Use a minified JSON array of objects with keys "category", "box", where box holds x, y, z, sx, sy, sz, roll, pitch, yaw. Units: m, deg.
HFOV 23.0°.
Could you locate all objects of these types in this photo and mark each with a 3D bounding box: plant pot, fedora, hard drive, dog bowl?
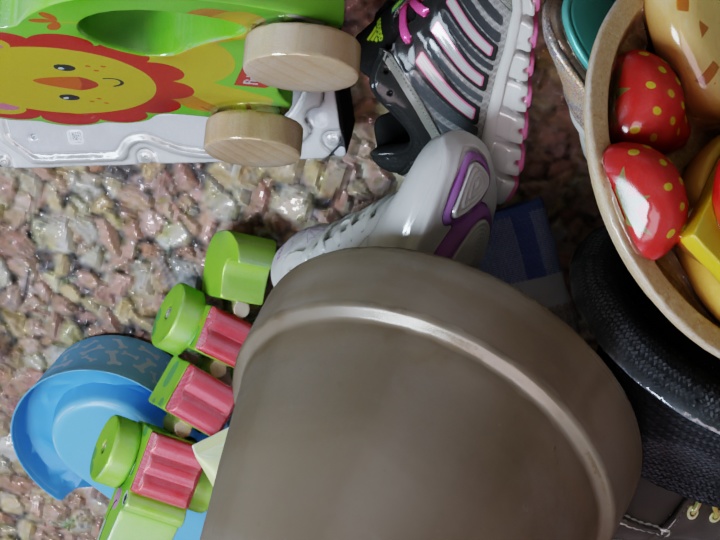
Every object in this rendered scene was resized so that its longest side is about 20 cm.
[{"category":"plant pot","box":[0.008,0.121,0.797,0.198,0.174,0.201,17,140,15]},{"category":"fedora","box":[0.180,0.058,0.866,0.199,0.201,0.092,20,122,-5]},{"category":"hard drive","box":[-0.109,-0.120,0.888,0.197,0.038,0.141,0,125,11]},{"category":"dog bowl","box":[-0.112,0.115,1.050,0.200,0.050,0.111,40,122,-17]}]

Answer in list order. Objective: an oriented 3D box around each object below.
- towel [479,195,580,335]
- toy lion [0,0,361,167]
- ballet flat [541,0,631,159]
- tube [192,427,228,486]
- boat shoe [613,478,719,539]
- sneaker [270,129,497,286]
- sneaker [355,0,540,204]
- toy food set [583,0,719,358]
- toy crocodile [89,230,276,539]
[{"category":"towel","box":[0.055,0.074,0.951,0.145,0.024,0.202,-13,94,17]},{"category":"toy lion","box":[-0.108,-0.100,0.769,0.189,0.070,0.200,5,168,-12]},{"category":"ballet flat","box":[0.147,-0.065,0.849,0.199,0.069,0.067,30,147,-25]},{"category":"tube","box":[-0.026,0.169,0.970,0.051,0.058,0.202,-13,104,25]},{"category":"boat shoe","box":[0.175,0.109,0.931,0.060,0.073,0.200,-10,166,44]},{"category":"sneaker","box":[0.000,0.000,0.879,0.099,0.075,0.201,41,134,16]},{"category":"sneaker","box":[0.039,-0.118,0.838,0.086,0.074,0.201,2,131,1]},{"category":"toy food set","box":[0.181,-0.050,0.795,0.198,0.201,0.048,43,145,-17]},{"category":"toy crocodile","box":[-0.092,0.074,0.962,0.067,0.062,0.202,25,86,-20]}]
